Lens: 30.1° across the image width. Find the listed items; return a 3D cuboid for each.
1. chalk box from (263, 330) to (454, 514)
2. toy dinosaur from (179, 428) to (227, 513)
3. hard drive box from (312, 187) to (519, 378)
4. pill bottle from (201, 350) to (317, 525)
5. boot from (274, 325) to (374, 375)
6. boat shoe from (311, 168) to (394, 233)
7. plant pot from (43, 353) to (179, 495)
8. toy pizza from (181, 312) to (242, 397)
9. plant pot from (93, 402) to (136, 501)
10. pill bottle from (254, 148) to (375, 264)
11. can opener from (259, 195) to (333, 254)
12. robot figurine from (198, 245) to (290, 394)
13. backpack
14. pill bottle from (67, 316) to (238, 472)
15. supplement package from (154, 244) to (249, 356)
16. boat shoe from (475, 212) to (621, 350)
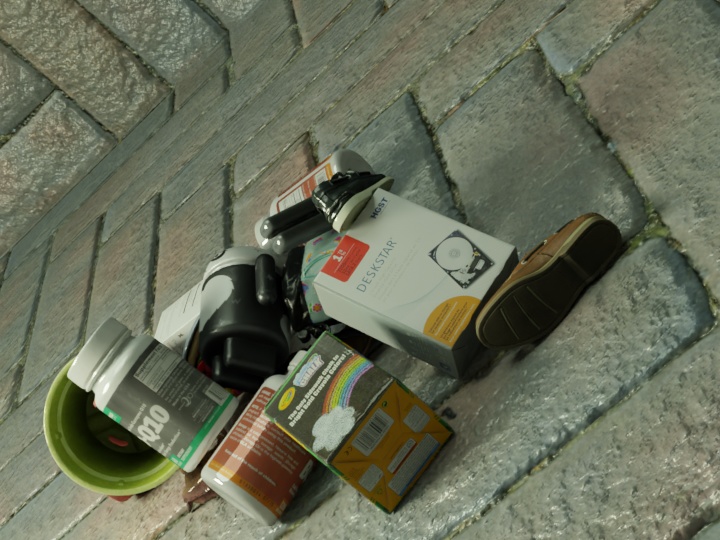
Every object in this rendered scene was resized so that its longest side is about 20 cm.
[{"bbox_3d":[-0.015,0.165,1.543,0.125,0.124,0.200,-51,35,-6],"label":"chalk box"},{"bbox_3d":[-0.191,0.270,1.793,0.200,0.086,0.136,-46,29,18],"label":"toy dinosaur"},{"bbox_3d":[0.069,0.013,1.608,0.199,0.077,0.156,24,67,26],"label":"hard drive box"},{"bbox_3d":[-0.098,0.205,1.667,0.201,0.112,0.112,-54,24,-15],"label":"pill bottle"},{"bbox_3d":[-0.051,0.121,1.785,0.200,0.075,0.073,-52,19,-15],"label":"boot"},{"bbox_3d":[-0.014,-0.097,1.691,0.075,0.066,0.199,-58,-8,23],"label":"boat shoe"},{"bbox_3d":[-0.322,0.197,1.838,0.201,0.200,0.184,-50,3,-6],"label":"plant pot"},{"bbox_3d":[-0.183,0.112,1.923,0.032,0.201,0.201,21,67,29],"label":"toy pizza"},{"bbox_3d":[-0.338,0.214,2.013,0.177,0.201,0.201,-34,25,5],"label":"plant pot"},{"bbox_3d":[-0.069,-0.095,2.107,0.199,0.112,0.113,-34,26,30],"label":"pill bottle"},{"bbox_3d":[-0.055,-0.066,1.767,0.199,0.053,0.067,-29,-18,-41],"label":"can opener"},{"bbox_3d":[-0.154,0.061,1.775,0.149,0.125,0.201,-18,49,19],"label":"robot figurine"},{"bbox_3d":[0.000,0.000,1.768,0.198,0.127,0.167,-15,25,10],"label":"backpack"},{"bbox_3d":[-0.263,0.154,1.696,0.114,0.199,0.113,-54,0,1],"label":"pill bottle"},{"bbox_3d":[-0.214,0.076,2.090,0.200,0.114,0.110,-37,24,24],"label":"supplement package"},{"bbox_3d":[0.208,0.014,1.519,0.200,0.072,0.068,-39,19,-2],"label":"boat shoe"}]
